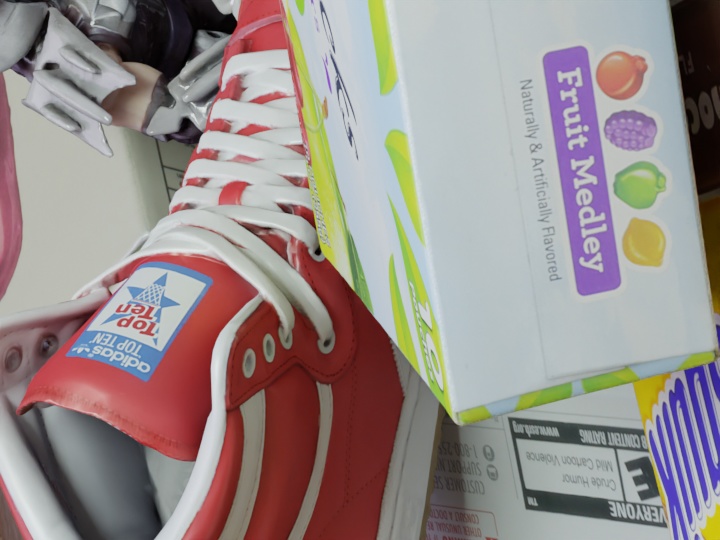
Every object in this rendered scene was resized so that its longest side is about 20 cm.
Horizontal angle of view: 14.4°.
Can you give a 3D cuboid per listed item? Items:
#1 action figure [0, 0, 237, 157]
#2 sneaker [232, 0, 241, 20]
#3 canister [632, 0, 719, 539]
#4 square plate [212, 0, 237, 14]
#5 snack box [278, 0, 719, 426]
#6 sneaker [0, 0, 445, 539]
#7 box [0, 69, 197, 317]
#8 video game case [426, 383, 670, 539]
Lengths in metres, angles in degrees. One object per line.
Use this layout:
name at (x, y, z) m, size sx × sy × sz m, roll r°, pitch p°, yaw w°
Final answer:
action figure at (-0.053, -0.073, 0.875) m, size 0.069 × 0.200 × 0.130 m, roll -55°, pitch 50°, yaw 24°
sneaker at (0.000, 0.000, 0.776) m, size 0.088 × 0.080 × 0.201 m, roll -112°, pitch 20°, yaw -75°
canister at (0.095, -0.006, 0.540) m, size 0.149 × 0.086 × 0.201 m, roll 151°, pitch 106°, yaw -77°
square plate at (-0.026, -0.205, 0.846) m, size 0.198 × 0.028 × 0.200 m, roll -67°, pitch 31°, yaw 27°
snack box at (0.011, -0.088, 0.518) m, size 0.142 × 0.053 × 0.200 m, roll -133°, pitch 32°, yaw -74°
sneaker at (-0.026, -0.011, 0.640) m, size 0.112 × 0.071 × 0.201 m, roll 23°, pitch -111°, yaw -57°
box at (-0.063, -0.033, 0.985) m, size 0.109 × 0.128 × 0.200 m, roll -49°, pitch 39°, yaw 33°
video game case at (0.036, 0.106, 0.706) m, size 0.200 × 0.023 × 0.182 m, roll 2°, pitch 107°, yaw 51°
